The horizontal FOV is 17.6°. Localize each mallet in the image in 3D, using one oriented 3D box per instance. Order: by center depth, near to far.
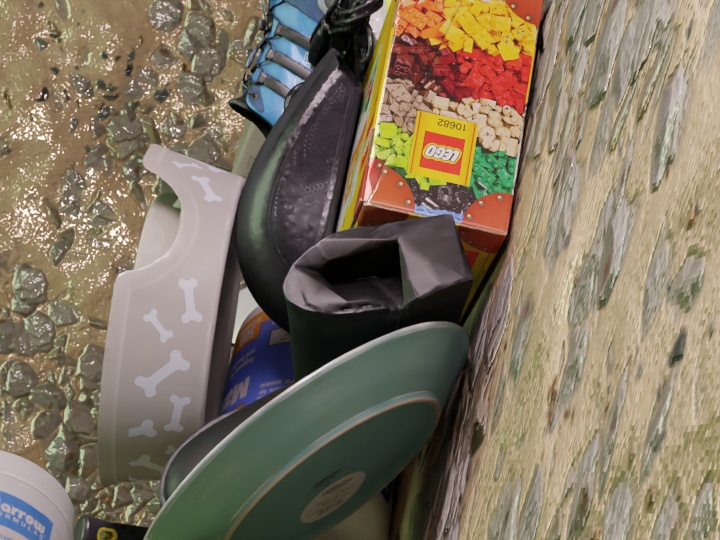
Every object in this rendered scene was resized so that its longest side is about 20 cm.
[{"bbox_3d":[-0.081,0.164,1.411,0.041,0.200,0.066,2,72,55],"label":"mallet"}]

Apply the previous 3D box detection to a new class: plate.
[{"bbox_3d":[-0.021,0.099,1.160,0.200,0.026,0.200,-34,-20,-14],"label":"plate"}]

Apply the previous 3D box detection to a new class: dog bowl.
[{"bbox_3d":[-0.106,0.029,1.350,0.200,0.059,0.201,9,-90,-90],"label":"dog bowl"}]

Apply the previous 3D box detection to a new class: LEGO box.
[{"bbox_3d":[0.032,-0.051,1.265,0.200,0.077,0.149,113,169,-65],"label":"LEGO box"}]

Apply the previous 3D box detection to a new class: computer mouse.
[{"bbox_3d":[-0.035,-0.065,1.304,0.139,0.053,0.200,127,155,-77],"label":"computer mouse"}]

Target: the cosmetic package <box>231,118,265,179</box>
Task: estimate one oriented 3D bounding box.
[{"bbox_3d":[-0.025,-0.147,1.624,0.104,0.073,0.200,-78,10,-46],"label":"cosmetic package"}]

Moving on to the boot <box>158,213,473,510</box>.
[{"bbox_3d":[-0.027,0.057,1.190,0.066,0.165,0.200,58,163,18],"label":"boot"}]

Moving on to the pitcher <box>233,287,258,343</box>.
[{"bbox_3d":[-0.082,0.061,1.749,0.200,0.171,0.121,129,163,-82],"label":"pitcher"}]

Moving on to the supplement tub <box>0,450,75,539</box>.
[{"bbox_3d":[-0.266,0.230,1.533,0.200,0.132,0.132,-84,8,-46],"label":"supplement tub"}]

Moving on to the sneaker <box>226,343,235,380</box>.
[{"bbox_3d":[-0.070,0.102,1.497,0.074,0.200,0.080,-33,47,43],"label":"sneaker"}]

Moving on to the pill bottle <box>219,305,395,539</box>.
[{"bbox_3d":[-0.034,0.118,1.376,0.112,0.112,0.200,108,174,-45],"label":"pill bottle"}]

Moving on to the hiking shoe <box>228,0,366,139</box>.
[{"bbox_3d":[-0.041,-0.127,1.418,0.074,0.086,0.200,134,122,-78],"label":"hiking shoe"}]

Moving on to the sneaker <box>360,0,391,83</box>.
[{"bbox_3d":[0.041,-0.144,1.455,0.078,0.090,0.200,96,161,-58],"label":"sneaker"}]
